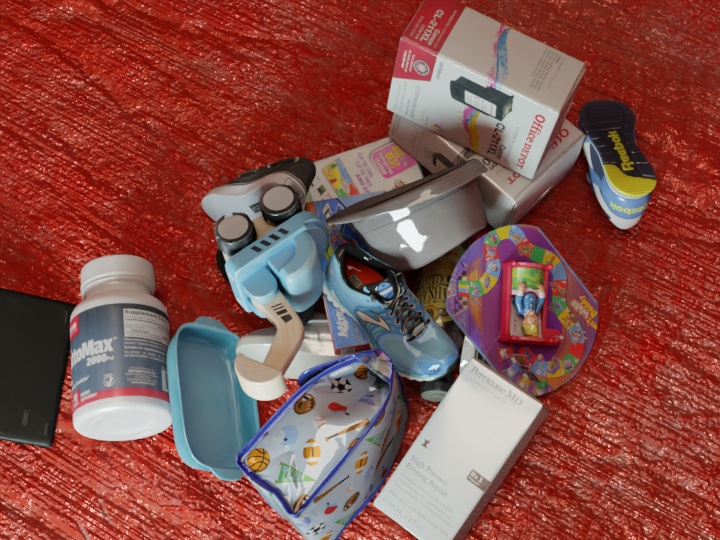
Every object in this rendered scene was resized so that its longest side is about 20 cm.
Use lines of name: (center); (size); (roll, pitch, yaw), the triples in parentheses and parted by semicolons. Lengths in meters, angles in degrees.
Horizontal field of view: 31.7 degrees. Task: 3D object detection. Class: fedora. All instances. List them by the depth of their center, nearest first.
fedora: (0.068, -0.056, 1.470); (0.199, 0.177, 0.091); (-21, 96, 21)

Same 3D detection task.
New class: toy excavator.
toy excavator: (-0.093, 0.026, 1.424); (0.194, 0.100, 0.200); (-35, 54, -17)

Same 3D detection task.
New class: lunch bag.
lunch bag: (-0.028, 0.190, 1.415); (0.124, 0.170, 0.200); (39, 77, 22)

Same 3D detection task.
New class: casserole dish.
casserole dish: (-0.176, 0.153, 1.487); (0.039, 0.121, 0.202); (-27, 61, 35)

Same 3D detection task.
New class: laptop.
laptop: (-0.477, 0.125, 1.585); (0.198, 0.116, 0.189); (13, 66, -19)

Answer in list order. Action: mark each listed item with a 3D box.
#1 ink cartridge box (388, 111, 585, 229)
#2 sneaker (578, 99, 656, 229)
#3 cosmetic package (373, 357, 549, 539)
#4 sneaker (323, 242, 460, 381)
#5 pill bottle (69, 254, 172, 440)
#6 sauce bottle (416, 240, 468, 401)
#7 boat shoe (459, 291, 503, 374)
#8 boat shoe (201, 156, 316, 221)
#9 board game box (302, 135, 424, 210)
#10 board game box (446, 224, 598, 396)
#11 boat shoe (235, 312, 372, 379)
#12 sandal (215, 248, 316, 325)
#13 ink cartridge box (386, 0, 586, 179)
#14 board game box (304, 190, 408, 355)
ink cartridge box: (0.156, -0.167, 1.574); (0.200, 0.085, 0.146); (43, 67, 12)
sneaker: (0.311, -0.135, 1.570); (0.073, 0.083, 0.201); (-4, 45, 1)
cosmetic package: (0.114, 0.207, 1.417); (0.101, 0.074, 0.201); (33, 90, 19)
sneaker: (0.031, 0.045, 1.435); (0.200, 0.090, 0.078); (41, 68, 17)
pill bottle: (-0.287, 0.090, 1.516); (0.119, 0.120, 0.201); (-9, 65, 3)
sauce bottle: (0.097, 0.055, 1.515); (0.065, 0.066, 0.202); (-1, 65, 7)
boat shoe: (0.173, 0.042, 1.508); (0.063, 0.071, 0.201); (18, 68, 15)
boat shoe: (-0.123, -0.095, 1.566); (0.199, 0.069, 0.057); (-9, 40, 51)
board game box: (-0.010, -0.075, 1.599); (0.198, 0.040, 0.154); (-18, 65, -1)
board game box: (0.199, 0.044, 1.466); (0.158, 0.039, 0.200); (-43, 101, -18)
boat shoe: (-0.048, 0.083, 1.521); (0.198, 0.072, 0.069); (-2, 52, 8)
sandal: (-0.120, 0.003, 1.539); (0.075, 0.045, 0.200); (-51, 43, 0)
ink cartridge box: (0.142, -0.212, 1.466); (0.199, 0.146, 0.083); (27, 63, 8)
board game box: (0.000, 0.000, 1.520); (0.102, 0.019, 0.201); (-8, 63, -8)
